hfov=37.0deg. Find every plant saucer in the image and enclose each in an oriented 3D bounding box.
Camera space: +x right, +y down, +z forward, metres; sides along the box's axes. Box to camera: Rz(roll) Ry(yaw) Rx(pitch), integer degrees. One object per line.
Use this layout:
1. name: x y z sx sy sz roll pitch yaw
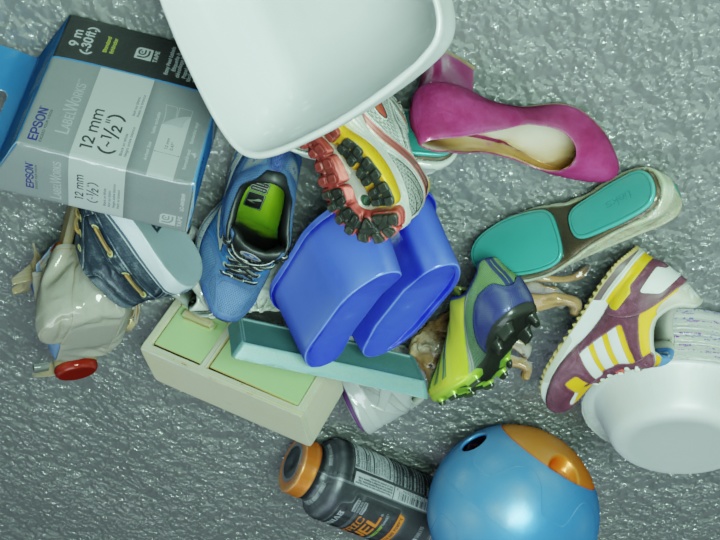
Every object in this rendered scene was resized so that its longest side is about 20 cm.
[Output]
1. plant saucer: -0.030 0.083 1.048 0.198 0.070 0.019 13 109 -15

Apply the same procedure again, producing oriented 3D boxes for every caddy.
1. caddy: 0.000 0.000 0.986 0.140 0.106 0.200 -8 150 -35

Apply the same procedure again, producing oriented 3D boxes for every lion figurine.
1. lion figurine: 0.134 0.045 1.072 0.122 0.073 0.201 22 127 -6

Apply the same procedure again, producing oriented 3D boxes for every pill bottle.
1. pill bottle: -0.003 0.278 1.362 0.199 0.107 0.106 26 140 -21

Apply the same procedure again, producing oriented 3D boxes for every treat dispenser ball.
1. treat dispenser ball: 0.177 0.280 1.247 0.199 0.202 0.202 6 143 4

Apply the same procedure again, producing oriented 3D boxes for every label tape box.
1. label tape box: -0.213 -0.124 0.843 0.198 0.144 0.066 14 143 -8

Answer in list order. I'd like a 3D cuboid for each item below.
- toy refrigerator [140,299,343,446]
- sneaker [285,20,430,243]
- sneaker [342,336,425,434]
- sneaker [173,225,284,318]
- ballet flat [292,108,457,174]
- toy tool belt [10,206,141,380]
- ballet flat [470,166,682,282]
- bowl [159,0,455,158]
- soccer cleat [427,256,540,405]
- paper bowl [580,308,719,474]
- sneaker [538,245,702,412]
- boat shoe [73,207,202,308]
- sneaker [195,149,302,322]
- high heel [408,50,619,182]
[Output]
1. toy refrigerator: -0.124 0.102 1.125 0.199 0.076 0.070 20 148 23
2. sneaker: -0.015 -0.120 0.824 0.078 0.082 0.201 -24 96 41
3. sneaker: 0.014 0.092 1.161 0.099 0.075 0.201 -22 136 0
4. sneaker: -0.128 0.016 1.066 0.198 0.082 0.075 15 141 -11
5. ballet flat: -0.017 -0.114 0.892 0.198 0.070 0.070 12 143 -6
6. toy tool belt: -0.291 0.023 1.102 0.124 0.124 0.200 -8 159 -24
7. ballet flat: 0.192 -0.031 0.955 0.199 0.068 0.062 -21 155 36
8. bowl: -0.035 -0.193 0.718 0.199 0.074 0.201 -24 89 33
9. soccer cleat: 0.106 0.059 1.005 0.064 0.084 0.201 -17 155 -26
10. paper bowl: 0.328 0.136 1.111 0.199 0.105 0.201 6 144 4
11. sneaker: 0.242 0.078 1.017 0.090 0.075 0.201 38 130 21
12. boat shoe: -0.230 -0.054 0.956 0.090 0.071 0.201 -19 110 30
13. sneaker: -0.104 -0.028 0.955 0.078 0.090 0.201 12 127 -11
14. high heel: 0.126 -0.096 0.851 0.199 0.097 0.067 29 139 -24
